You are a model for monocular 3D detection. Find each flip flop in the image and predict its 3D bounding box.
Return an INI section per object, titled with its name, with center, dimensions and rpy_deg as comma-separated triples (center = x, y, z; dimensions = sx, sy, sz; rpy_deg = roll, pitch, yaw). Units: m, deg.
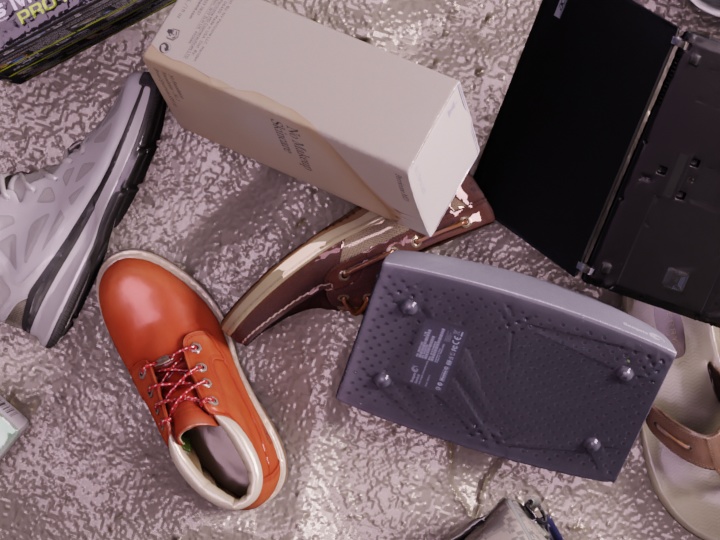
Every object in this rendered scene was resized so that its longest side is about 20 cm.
[flip flop]
center = 0.224, 0.090, 1.336
dimensions = 0.081, 0.058, 0.201
rpy_deg = -14, 91, 4

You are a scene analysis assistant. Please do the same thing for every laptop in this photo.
[laptop]
center = 0.195, -0.079, 1.307
dimensions = 0.199, 0.103, 0.178
rpy_deg = 18, 110, -8

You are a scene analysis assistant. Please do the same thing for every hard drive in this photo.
[hard drive]
center = 0.095, 0.060, 1.321
dimensions = 0.199, 0.042, 0.135
rpy_deg = 17, 126, -3

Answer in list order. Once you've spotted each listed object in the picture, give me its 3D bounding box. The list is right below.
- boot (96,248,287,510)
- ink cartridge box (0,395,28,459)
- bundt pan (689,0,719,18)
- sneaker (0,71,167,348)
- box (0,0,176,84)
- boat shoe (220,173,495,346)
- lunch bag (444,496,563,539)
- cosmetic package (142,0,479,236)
[boot]
center = -0.117, 0.073, 1.335
dimensions = 0.075, 0.107, 0.200
rpy_deg = -33, 89, 6
[ink cartridge box]
center = -0.352, 0.131, 1.383
dimensions = 0.161, 0.050, 0.200
rpy_deg = 40, 92, 1
[bundt pan]
center = 0.287, -0.242, 1.308
dimensions = 0.201, 0.076, 0.203
rpy_deg = 0, 92, 4
[sneaker]
center = -0.215, -0.059, 1.350
dimensions = 0.115, 0.076, 0.201
rpy_deg = 27, 96, 0
[box]
center = -0.165, -0.188, 1.299
dimensions = 0.199, 0.160, 0.044
rpy_deg = -27, 91, 5
[boat shoe]
center = 0.000, 0.000, 1.343
dimensions = 0.200, 0.072, 0.072
rpy_deg = -34, 89, -2
[lunch bag]
center = 0.067, 0.262, 1.316
dimensions = 0.199, 0.139, 0.168
rpy_deg = -30, 74, 2
[cosmetic package]
center = -0.031, -0.107, 1.290
dimensions = 0.199, 0.104, 0.073
rpy_deg = 25, 74, 21
